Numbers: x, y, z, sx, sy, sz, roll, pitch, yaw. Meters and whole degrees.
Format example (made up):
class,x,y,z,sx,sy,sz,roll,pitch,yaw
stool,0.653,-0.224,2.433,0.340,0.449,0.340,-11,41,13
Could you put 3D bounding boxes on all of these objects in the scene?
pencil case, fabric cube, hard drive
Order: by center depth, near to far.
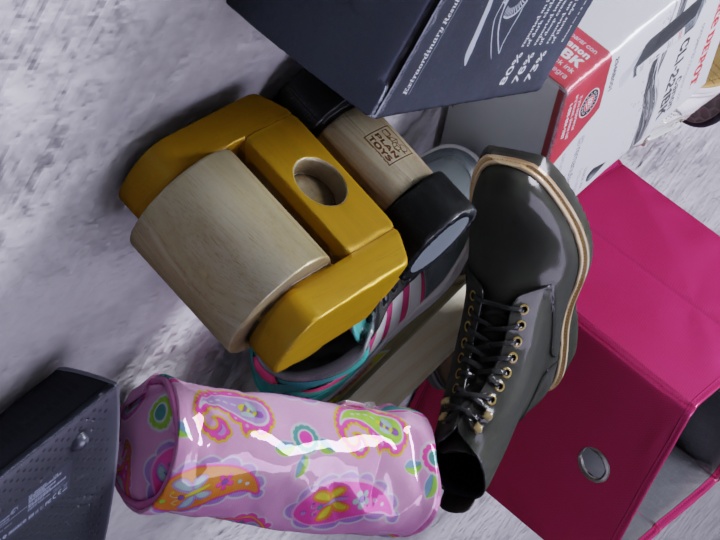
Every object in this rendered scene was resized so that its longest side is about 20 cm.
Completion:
class,x,y,z,sx,sy,sz,roll,pitch,yaw
hard drive,-0.193,0.143,1.363,0.135,0.042,0.201,-39,157,-32
pencil case,-0.046,0.110,1.460,0.199,0.088,0.088,9,123,-33
fabric cube,0.187,0.073,1.876,0.200,0.199,0.197,-31,153,-46

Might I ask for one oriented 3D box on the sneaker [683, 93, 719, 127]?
class,x,y,z,sx,sy,sz,roll,pitch,yaw
sneaker,0.312,-0.202,1.858,0.146,0.077,0.203,-20,143,-52

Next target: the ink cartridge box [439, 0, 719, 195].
class,x,y,z,sx,sy,sz,roll,pitch,yaw
ink cartridge box,0.149,-0.139,1.583,0.200,0.084,0.145,-40,157,-32

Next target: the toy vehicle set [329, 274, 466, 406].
class,x,y,z,sx,sy,sz,roll,pitch,yaw
toy vehicle set,-0.009,0.080,1.605,0.200,0.027,0.124,-44,-168,-23

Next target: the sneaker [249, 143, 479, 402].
class,x,y,z,sx,sy,sz,roll,pitch,yaw
sneaker,0.000,0.000,1.502,0.200,0.083,0.121,-51,171,2

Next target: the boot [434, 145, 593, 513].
class,x,y,z,sx,sy,sz,roll,pitch,yaw
boot,0.082,0.039,1.493,0.139,0.077,0.201,-57,149,-37

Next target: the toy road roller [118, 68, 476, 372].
class,x,y,z,sx,sy,sz,roll,pitch,yaw
toy road roller,-0.047,-0.007,1.320,0.200,0.123,0.146,-30,163,-49

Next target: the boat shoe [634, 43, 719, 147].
class,x,y,z,sx,sy,sz,roll,pitch,yaw
boat shoe,0.193,-0.122,1.748,0.199,0.071,0.070,-20,146,-43

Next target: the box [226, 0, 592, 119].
class,x,y,z,sx,sy,sz,roll,pitch,yaw
box,0.048,-0.171,1.259,0.149,0.104,0.200,-59,159,21

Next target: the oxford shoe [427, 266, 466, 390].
class,x,y,z,sx,sy,sz,roll,pitch,yaw
oxford shoe,0.087,0.031,1.723,0.200,0.084,0.073,99,6,-61
